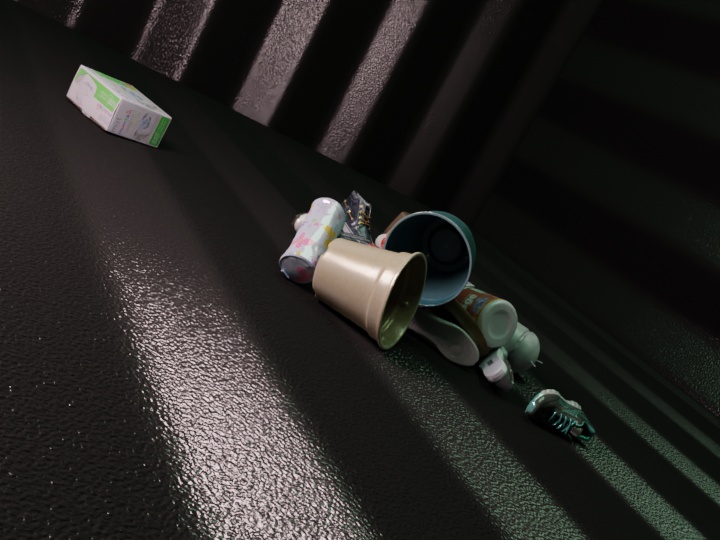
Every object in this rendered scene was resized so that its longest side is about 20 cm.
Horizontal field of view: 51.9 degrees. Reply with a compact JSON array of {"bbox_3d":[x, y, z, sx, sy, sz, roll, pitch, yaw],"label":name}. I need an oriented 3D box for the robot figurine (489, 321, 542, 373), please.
[{"bbox_3d":[0.365,0.177,1.852,0.199,0.114,0.168,36,29,24],"label":"robot figurine"}]

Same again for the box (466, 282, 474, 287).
[{"bbox_3d":[0.213,0.054,1.999,0.112,0.103,0.199,35,13,22],"label":"box"}]

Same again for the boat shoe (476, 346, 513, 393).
[{"bbox_3d":[0.314,0.226,1.676,0.067,0.070,0.200,52,5,-4],"label":"boat shoe"}]

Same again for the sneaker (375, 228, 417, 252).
[{"bbox_3d":[0.085,-0.070,1.817,0.201,0.067,0.109,43,-12,50],"label":"sneaker"}]

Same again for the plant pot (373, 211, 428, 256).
[{"bbox_3d":[0.120,-0.062,2.070,0.198,0.177,0.201,27,13,-7],"label":"plant pot"}]

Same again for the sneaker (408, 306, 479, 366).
[{"bbox_3d":[0.189,0.139,1.689,0.199,0.074,0.118,34,10,10],"label":"sneaker"}]

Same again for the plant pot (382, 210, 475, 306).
[{"bbox_3d":[0.171,-0.043,1.644,0.198,0.202,0.188,33,22,12],"label":"plant pot"}]

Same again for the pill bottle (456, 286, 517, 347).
[{"bbox_3d":[0.275,0.104,1.771,0.111,0.114,0.199,23,0,-28],"label":"pill bottle"}]

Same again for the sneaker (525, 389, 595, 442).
[{"bbox_3d":[0.435,0.316,1.584,0.198,0.078,0.091,19,20,-37],"label":"sneaker"}]

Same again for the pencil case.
[{"bbox_3d":[-0.101,-0.066,1.573,0.089,0.202,0.084,-3,-49,28],"label":"pencil case"}]

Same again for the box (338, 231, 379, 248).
[{"bbox_3d":[0.000,0.000,1.713,0.181,0.105,0.199,38,15,27],"label":"box"}]

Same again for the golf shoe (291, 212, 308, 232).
[{"bbox_3d":[-0.083,-0.083,1.905,0.197,0.079,0.095,25,14,-18],"label":"golf shoe"}]

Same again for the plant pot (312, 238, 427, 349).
[{"bbox_3d":[0.010,0.029,1.490,0.181,0.204,0.200,22,9,23],"label":"plant pot"}]

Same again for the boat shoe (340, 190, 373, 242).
[{"bbox_3d":[0.000,-0.126,1.936,0.070,0.091,0.201,29,20,-48],"label":"boat shoe"}]

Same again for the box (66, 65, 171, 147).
[{"bbox_3d":[-0.623,-0.419,1.909,0.199,0.098,0.176,39,13,28],"label":"box"}]

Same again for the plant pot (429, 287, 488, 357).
[{"bbox_3d":[0.219,0.126,1.720,0.200,0.027,0.201,48,-14,16],"label":"plant pot"}]
